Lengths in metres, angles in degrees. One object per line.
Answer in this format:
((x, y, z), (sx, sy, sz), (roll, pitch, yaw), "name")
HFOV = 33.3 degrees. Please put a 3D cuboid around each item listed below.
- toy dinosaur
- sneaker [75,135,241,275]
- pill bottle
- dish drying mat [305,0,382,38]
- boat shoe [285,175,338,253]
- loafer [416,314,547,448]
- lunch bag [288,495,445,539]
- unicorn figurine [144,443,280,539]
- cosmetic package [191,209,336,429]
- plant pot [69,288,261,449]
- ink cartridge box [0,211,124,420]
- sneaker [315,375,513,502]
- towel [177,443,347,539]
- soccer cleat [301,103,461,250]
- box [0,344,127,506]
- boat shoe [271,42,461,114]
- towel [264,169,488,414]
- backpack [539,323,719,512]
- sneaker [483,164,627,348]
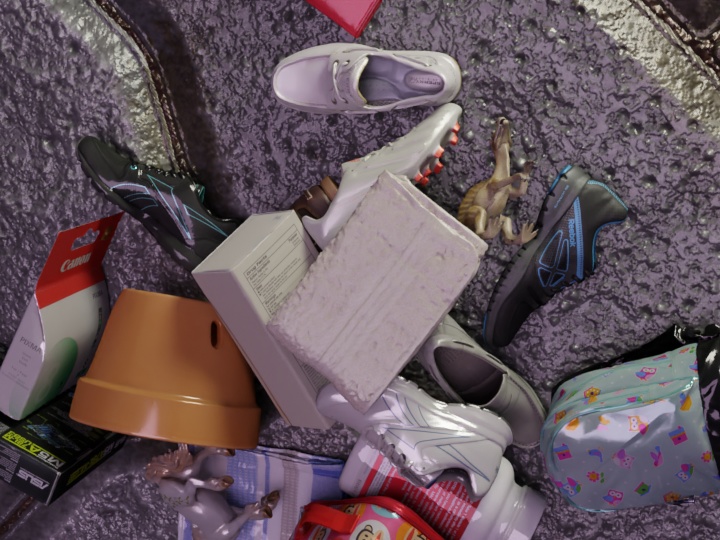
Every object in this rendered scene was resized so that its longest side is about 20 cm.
((0.121, -0.050, 1.186), (0.058, 0.101, 0.201), (33, 84, -31), "toy dinosaur")
((-0.215, -0.081, 1.287), (0.200, 0.075, 0.079), (42, 96, -6), "sneaker")
((0.086, 0.223, 1.245), (0.199, 0.112, 0.113), (29, 106, 7), "pill bottle")
((-0.061, -0.326, 1.223), (0.199, 0.018, 0.077), (37, 107, 3), "dish drying mat")
((0.000, 0.000, 1.242), (0.070, 0.070, 0.201), (-38, 81, 2), "boat shoe")
((0.123, 0.120, 1.210), (0.070, 0.070, 0.200), (-44, 115, 11), "loafer")
((0.009, 0.294, 1.228), (0.176, 0.082, 0.199), (42, 150, -17), "lunch bag")
((-0.160, 0.267, 1.309), (0.137, 0.074, 0.201), (-29, 99, 25), "unicorn figurine")
((-0.070, 0.051, 1.215), (0.073, 0.104, 0.201), (-3, 124, 49), "cosmetic package")
((-0.193, 0.099, 1.257), (0.198, 0.200, 0.142), (8, 86, 11), "plant pot")
((-0.305, 0.044, 1.277), (0.050, 0.161, 0.201), (31, 106, 5), "ink cartridge box")
((0.049, 0.159, 1.169), (0.198, 0.075, 0.088), (18, 63, 1), "sneaker")
((-0.112, 0.266, 1.347), (0.198, 0.024, 0.149), (7, 103, 12), "towel")
((0.024, -0.098, 1.194), (0.077, 0.069, 0.200), (38, 81, 10), "soccer cleat")
((-0.370, 0.157, 1.297), (0.198, 0.193, 0.048), (27, 107, 6), "box")
((-0.001, -0.192, 1.207), (0.198, 0.069, 0.072), (-1, 102, 14), "boat shoe")
((0.016, 0.018, 1.139), (0.132, 0.034, 0.201), (39, 92, 7), "towel")
((0.275, 0.155, 1.181), (0.198, 0.127, 0.169), (-13, 101, 18), "backpack")
((0.189, -0.001, 1.197), (0.081, 0.073, 0.201), (30, 106, 6), "sneaker")
